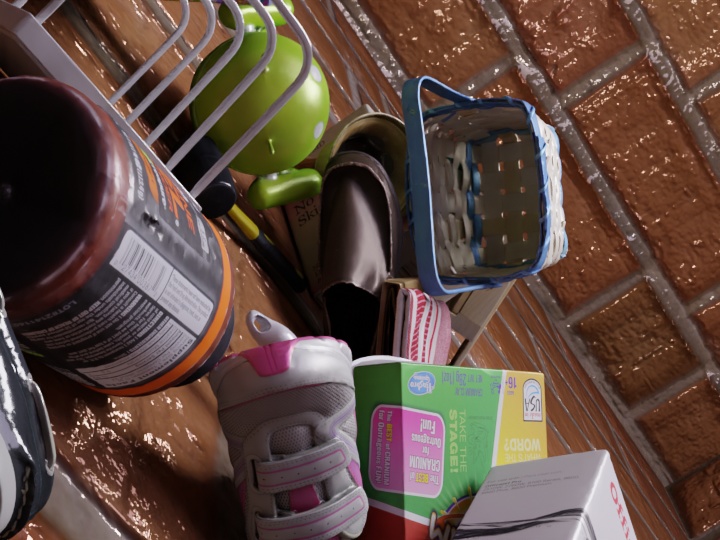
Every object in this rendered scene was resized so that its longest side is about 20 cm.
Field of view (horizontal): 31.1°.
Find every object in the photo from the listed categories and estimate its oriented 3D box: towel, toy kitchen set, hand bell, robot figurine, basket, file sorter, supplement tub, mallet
[{"bbox_3d":[0.050,0.092,1.060,0.200,0.022,0.147,24,69,-78],"label":"towel"},{"bbox_3d":[0.045,0.024,1.354,0.179,0.164,0.200,33,3,2],"label":"toy kitchen set"},{"bbox_3d":[-0.037,-0.098,1.237,0.105,0.104,0.199,52,-21,-26],"label":"hand bell"},{"bbox_3d":[-0.089,-0.143,1.106,0.200,0.114,0.178,-140,-137,-78],"label":"robot figurine"},{"bbox_3d":[0.097,-0.064,1.113,0.199,0.137,0.180,8,77,-61],"label":"basket"},{"bbox_3d":[-0.137,-0.140,0.740,0.139,0.125,0.199,49,-10,-33],"label":"file sorter"},{"bbox_3d":[-0.124,-0.003,0.614,0.108,0.106,0.200,62,3,23],"label":"supplement tub"},{"bbox_3d":[-0.097,-0.043,1.080,0.066,0.041,0.200,61,6,31],"label":"mallet"}]

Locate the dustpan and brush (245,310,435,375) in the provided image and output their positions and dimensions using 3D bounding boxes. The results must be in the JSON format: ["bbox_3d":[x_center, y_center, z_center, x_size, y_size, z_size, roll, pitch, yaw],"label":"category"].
[{"bbox_3d":[0.003,0.091,0.838,0.200,0.057,0.141,49,51,-28],"label":"dustpan and brush"}]

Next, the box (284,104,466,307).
[{"bbox_3d":[0.007,-0.045,1.287,0.109,0.127,0.201,46,16,-41],"label":"box"}]

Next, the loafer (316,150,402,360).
[{"bbox_3d":[0.000,0.000,1.091,0.071,0.072,0.204,-21,106,-82],"label":"loafer"}]

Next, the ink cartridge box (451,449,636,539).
[{"bbox_3d":[0.103,0.212,0.715,0.200,0.083,0.147,-45,118,-61],"label":"ink cartridge box"}]

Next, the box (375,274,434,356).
[{"bbox_3d":[0.039,0.087,1.111,0.200,0.021,0.166,-9,101,-78],"label":"box"}]

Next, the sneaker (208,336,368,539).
[{"bbox_3d":[-0.031,0.109,0.710,0.201,0.080,0.089,80,-5,-54],"label":"sneaker"}]

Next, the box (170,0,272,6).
[{"bbox_3d":[-0.147,-0.274,0.990,0.200,0.189,0.124,-74,168,-75],"label":"box"}]

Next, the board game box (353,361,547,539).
[{"bbox_3d":[0.061,0.163,0.810,0.152,0.040,0.204,7,78,-47],"label":"board game box"}]

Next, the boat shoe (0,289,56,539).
[{"bbox_3d":[-0.176,0.009,0.485,0.060,0.075,0.203,-12,82,-78],"label":"boat shoe"}]
